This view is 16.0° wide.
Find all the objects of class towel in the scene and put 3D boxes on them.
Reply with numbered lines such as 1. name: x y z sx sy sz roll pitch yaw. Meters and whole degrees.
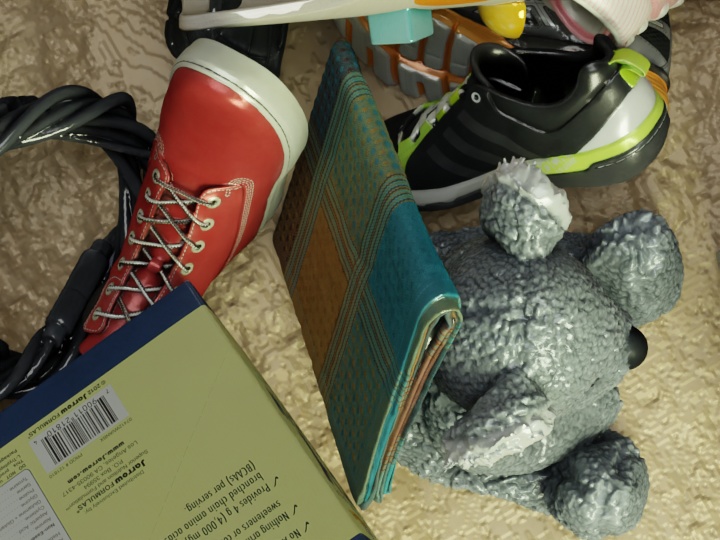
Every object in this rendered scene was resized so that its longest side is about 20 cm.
1. towel: 0.000 0.000 1.314 0.022 0.147 0.201 2 43 -21

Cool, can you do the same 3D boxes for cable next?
1. cable: -0.174 -0.014 1.358 0.199 0.051 0.164 -17 108 -37

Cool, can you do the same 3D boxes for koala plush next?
1. koala plush: 0.076 0.038 1.316 0.183 0.200 0.178 10 83 2

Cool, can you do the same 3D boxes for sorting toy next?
1. sorting toy: -0.019 -0.176 1.332 0.179 0.107 0.200 -14 43 -8

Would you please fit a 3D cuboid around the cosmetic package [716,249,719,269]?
1. cosmetic package: 0.288 0.038 1.315 0.164 0.200 0.166 -12 83 -1

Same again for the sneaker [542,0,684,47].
1. sneaker: 0.152 -0.165 1.368 0.075 0.200 0.105 29 99 35

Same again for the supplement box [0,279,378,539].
1. supplement box: -0.098 0.157 1.296 0.200 0.134 0.200 -35 57 -2

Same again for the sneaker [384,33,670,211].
1. sneaker: 0.071 -0.089 1.356 0.199 0.083 0.072 -8 40 33

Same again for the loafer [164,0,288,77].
1. loafer: -0.056 -0.201 1.424 0.070 0.068 0.202 17 76 -27

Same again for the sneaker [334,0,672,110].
1. sneaker: 0.078 -0.134 1.411 0.199 0.078 0.078 18 63 3

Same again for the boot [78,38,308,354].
1. boot: -0.094 -0.022 1.312 0.072 0.200 0.145 31 68 9
